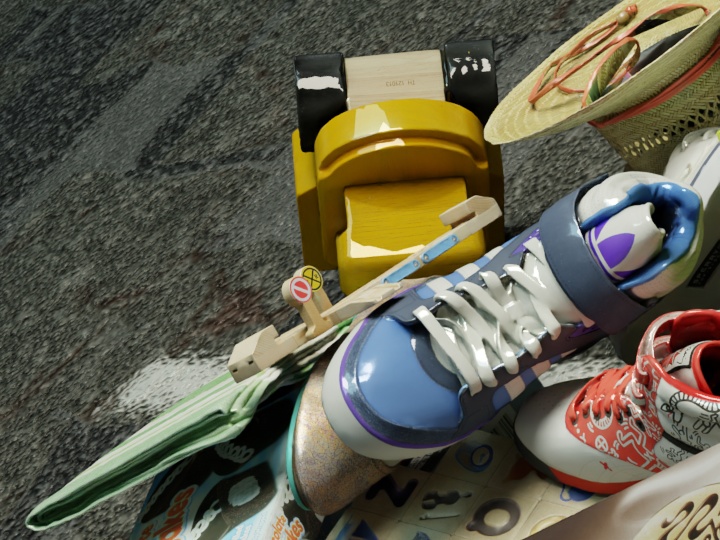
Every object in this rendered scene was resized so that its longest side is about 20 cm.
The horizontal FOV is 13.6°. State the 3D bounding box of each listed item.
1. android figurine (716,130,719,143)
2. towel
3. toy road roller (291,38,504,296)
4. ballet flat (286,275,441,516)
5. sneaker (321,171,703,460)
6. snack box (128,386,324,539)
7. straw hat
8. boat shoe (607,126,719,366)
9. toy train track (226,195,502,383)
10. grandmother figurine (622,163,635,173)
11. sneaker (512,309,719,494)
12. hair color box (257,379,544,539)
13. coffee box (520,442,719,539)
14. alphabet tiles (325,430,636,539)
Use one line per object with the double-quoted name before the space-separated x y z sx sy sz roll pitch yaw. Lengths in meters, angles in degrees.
"android figurine" 0.219 -0.008 1.440 0.041 0.183 0.200 -24 -15 13
"towel" -0.076 0.075 1.623 0.152 0.023 0.200 -29 4 30
"toy road roller" 0.024 -0.032 1.747 0.122 0.200 0.146 -5 57 0
"ballet flat" 0.016 0.056 1.558 0.067 0.068 0.200 -12 26 22
"sneaker" 0.083 0.010 1.475 0.200 0.081 0.146 -24 -14 -38
"snack box" -0.075 0.146 1.557 0.116 0.037 0.200 -29 22 27
"straw hat" 0.168 -0.094 1.633 0.201 0.085 0.201 -35 11 8
"boat shoe" 0.184 -0.042 1.565 0.200 0.071 0.070 -58 41 31
"toy train track" 0.000 0.000 1.558 0.200 0.033 0.115 -32 3 -42
"grandmother figurine" 0.216 -0.028 1.623 0.200 0.060 0.122 9 77 54
"sneaker" 0.143 0.059 1.438 0.201 0.108 0.067 15 54 43
"hair color box" 0.012 0.099 1.651 0.200 0.061 0.099 -2 42 52
"coffee box" 0.129 0.163 1.328 0.200 0.080 0.113 -27 39 18
"alphabet tiles" 0.065 0.151 1.473 0.199 0.006 0.167 11 52 36
